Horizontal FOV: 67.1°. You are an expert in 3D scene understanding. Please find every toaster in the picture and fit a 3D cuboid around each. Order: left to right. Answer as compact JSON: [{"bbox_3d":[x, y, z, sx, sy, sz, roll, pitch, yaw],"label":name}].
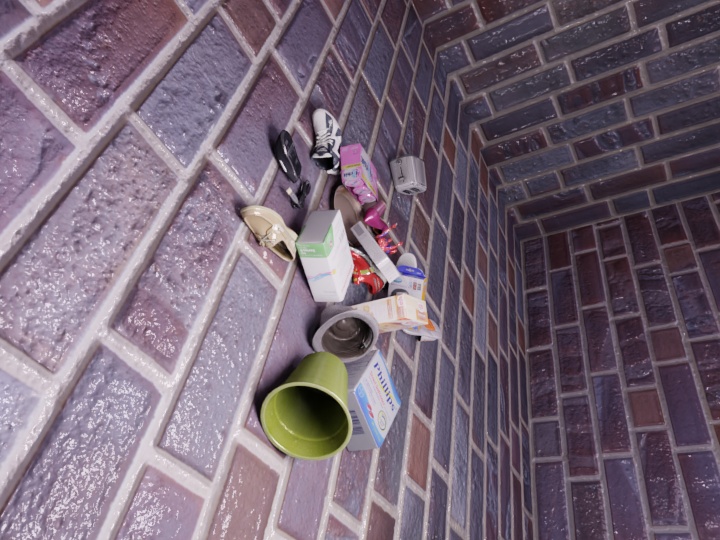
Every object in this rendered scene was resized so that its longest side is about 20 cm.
[{"bbox_3d":[0.196,-0.379,2.165,0.199,0.112,0.131,2,79,-64],"label":"toaster"}]

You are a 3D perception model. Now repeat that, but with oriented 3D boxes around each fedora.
[{"bbox_3d":[-0.046,0.152,1.431,0.200,0.177,0.091,36,16,-40],"label":"fedora"}]

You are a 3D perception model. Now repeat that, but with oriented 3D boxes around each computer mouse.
[{"bbox_3d":[-0.193,-0.259,1.441,0.141,0.045,0.201,-80,156,-46],"label":"computer mouse"}]

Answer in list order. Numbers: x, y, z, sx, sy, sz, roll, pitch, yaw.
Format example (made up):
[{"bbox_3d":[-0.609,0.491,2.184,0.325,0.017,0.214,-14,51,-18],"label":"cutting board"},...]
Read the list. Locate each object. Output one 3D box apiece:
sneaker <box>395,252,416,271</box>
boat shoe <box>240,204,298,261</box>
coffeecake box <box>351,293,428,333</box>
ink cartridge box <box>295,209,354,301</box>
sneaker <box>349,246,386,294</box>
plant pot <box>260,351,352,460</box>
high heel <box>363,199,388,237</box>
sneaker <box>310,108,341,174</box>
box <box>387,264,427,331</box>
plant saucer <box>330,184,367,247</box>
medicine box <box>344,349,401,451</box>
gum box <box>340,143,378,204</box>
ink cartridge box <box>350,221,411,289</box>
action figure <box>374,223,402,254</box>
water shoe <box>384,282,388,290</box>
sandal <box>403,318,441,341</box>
[{"bbox_3d":[0.168,0.030,1.920,0.105,0.075,0.203,-27,122,-65],"label":"sneaker"},{"bbox_3d":[-0.212,-0.086,1.292,0.200,0.071,0.066,45,38,-53],"label":"boat shoe"},{"bbox_3d":[0.076,0.132,1.589,0.153,0.198,0.074,21,59,-57],"label":"coffeecake box"},{"bbox_3d":[-0.089,-0.037,1.432,0.146,0.086,0.201,-71,152,-46],"label":"ink cartridge box"},{"bbox_3d":[0.000,0.000,1.653,0.200,0.077,0.085,45,78,-26],"label":"sneaker"},{"bbox_3d":[-0.103,0.284,1.225,0.190,0.198,0.202,-72,140,-66],"label":"plant pot"},{"bbox_3d":[0.041,-0.147,1.800,0.096,0.067,0.201,-44,154,-20],"label":"high heel"},{"bbox_3d":[-0.107,-0.379,1.618,0.130,0.079,0.201,-54,135,-67],"label":"sneaker"},{"bbox_3d":[0.148,0.087,1.761,0.041,0.118,0.202,-35,133,-60],"label":"box"},{"bbox_3d":[-0.039,-0.167,1.700,0.200,0.032,0.202,35,48,-52],"label":"plant saucer"},{"bbox_3d":[0.010,0.346,1.467,0.184,0.102,0.200,68,29,-15],"label":"medicine box"},{"bbox_3d":[0.000,-0.294,1.690,0.200,0.065,0.115,39,45,-68],"label":"gum box"},{"bbox_3d":[0.061,-0.035,1.638,0.176,0.045,0.201,50,4,-44],"label":"ink cartridge box"},{"bbox_3d":[0.105,-0.101,1.819,0.066,0.098,0.200,63,13,7],"label":"action figure"},{"bbox_3d":[0.066,-0.004,1.802,0.200,0.071,0.079,50,15,-47],"label":"water shoe"},{"bbox_3d":[0.208,0.217,1.966,0.205,0.059,0.080,12,48,-38],"label":"sandal"}]
